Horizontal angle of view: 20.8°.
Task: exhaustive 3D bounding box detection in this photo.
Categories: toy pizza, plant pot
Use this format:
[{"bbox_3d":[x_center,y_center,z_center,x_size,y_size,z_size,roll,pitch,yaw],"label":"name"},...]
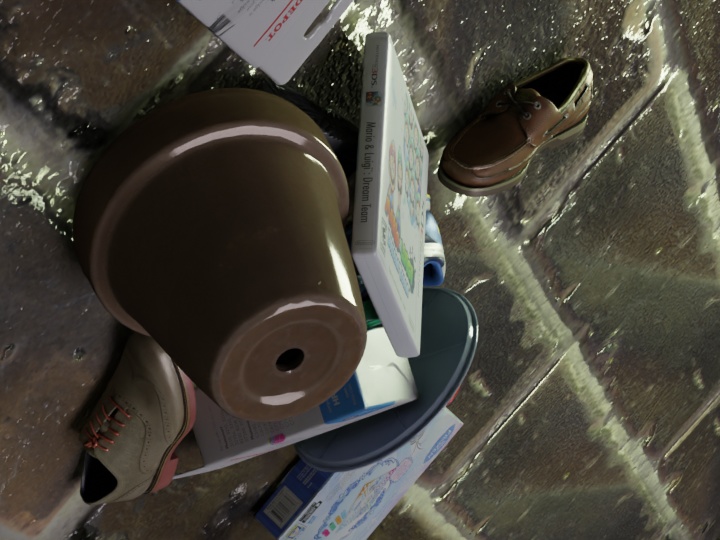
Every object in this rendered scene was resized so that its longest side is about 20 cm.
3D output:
[{"bbox_3d":[0.024,0.098,1.714,0.200,0.200,0.032,-47,120,-6],"label":"toy pizza"},{"bbox_3d":[-0.079,0.007,1.342,0.199,0.175,0.201,-17,137,-16],"label":"plant pot"}]

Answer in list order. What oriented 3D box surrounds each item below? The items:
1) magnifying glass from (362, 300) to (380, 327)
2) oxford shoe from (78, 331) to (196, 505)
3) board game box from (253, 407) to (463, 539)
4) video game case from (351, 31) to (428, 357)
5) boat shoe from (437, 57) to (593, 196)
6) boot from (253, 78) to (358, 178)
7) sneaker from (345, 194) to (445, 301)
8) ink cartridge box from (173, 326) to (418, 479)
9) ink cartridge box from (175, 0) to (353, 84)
[{"bbox_3d":[-0.068,0.058,1.575,0.198,0.023,0.080,-15,174,-3],"label":"magnifying glass"},{"bbox_3d":[-0.179,0.119,1.532,0.074,0.070,0.201,-25,145,-32],"label":"oxford shoe"},{"bbox_3d":[0.002,0.198,1.975,0.200,0.043,0.199,-50,155,-1],"label":"board game box"},{"bbox_3d":[0.025,-0.054,1.511,0.200,0.023,0.184,65,26,-64],"label":"video game case"},{"bbox_3d":[0.134,-0.132,1.709,0.200,0.072,0.068,-38,151,-45],"label":"boat shoe"},{"bbox_3d":[-0.087,-0.037,1.477,0.200,0.066,0.165,-49,154,10],"label":"boot"},{"bbox_3d":[0.000,0.000,1.622,0.199,0.083,0.074,-24,-176,-40],"label":"sneaker"},{"bbox_3d":[-0.066,0.110,1.634,0.199,0.068,0.115,-21,172,23],"label":"ink cartridge box"},{"bbox_3d":[-0.073,-0.208,1.241,0.116,0.067,0.200,-50,155,1],"label":"ink cartridge box"}]
